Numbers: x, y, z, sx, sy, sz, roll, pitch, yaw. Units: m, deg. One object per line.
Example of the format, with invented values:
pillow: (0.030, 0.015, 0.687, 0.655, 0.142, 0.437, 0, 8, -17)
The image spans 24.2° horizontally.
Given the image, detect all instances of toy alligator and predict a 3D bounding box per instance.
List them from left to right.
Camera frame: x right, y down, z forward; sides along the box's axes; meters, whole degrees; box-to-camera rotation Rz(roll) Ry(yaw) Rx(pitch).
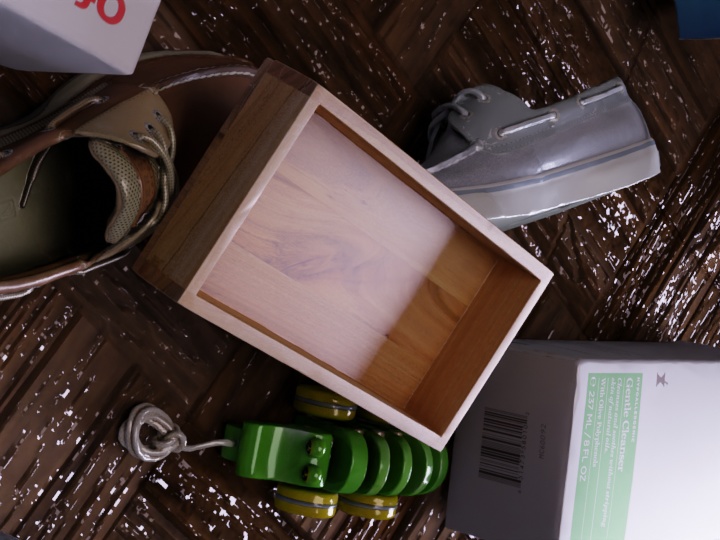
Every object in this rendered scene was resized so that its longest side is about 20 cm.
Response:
toy alligator: (-0.018, 0.086, 0.785, 0.200, 0.054, 0.060, 10, 91, -45)

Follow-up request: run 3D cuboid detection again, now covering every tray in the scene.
tray: (0.000, 0.000, 0.714, 0.099, 0.037, 0.200, -57, 139, -1)

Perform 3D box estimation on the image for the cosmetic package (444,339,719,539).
cosmetic package: (0.145, 0.094, 0.926, 0.200, 0.085, 0.108, 2, 95, -43)

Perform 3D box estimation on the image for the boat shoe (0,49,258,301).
boat shoe: (-0.106, -0.032, 0.662, 0.200, 0.074, 0.076, -30, 118, -37)

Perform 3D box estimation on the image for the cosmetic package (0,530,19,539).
cosmetic package: (-0.136, 0.203, 0.592, 0.165, 0.200, 0.165, -48, 128, -25)

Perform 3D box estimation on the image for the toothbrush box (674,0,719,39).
toothbrush box: (0.223, -0.244, 0.914, 0.146, 0.085, 0.201, -42, 127, -47)

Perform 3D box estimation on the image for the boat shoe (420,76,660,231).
boat shoe: (0.066, -0.057, 0.839, 0.200, 0.070, 0.072, -16, 86, -37)

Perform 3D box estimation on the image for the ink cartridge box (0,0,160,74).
ink cartridge box: (-0.123, -0.188, 0.606, 0.145, 0.084, 0.201, 26, 79, -44)
